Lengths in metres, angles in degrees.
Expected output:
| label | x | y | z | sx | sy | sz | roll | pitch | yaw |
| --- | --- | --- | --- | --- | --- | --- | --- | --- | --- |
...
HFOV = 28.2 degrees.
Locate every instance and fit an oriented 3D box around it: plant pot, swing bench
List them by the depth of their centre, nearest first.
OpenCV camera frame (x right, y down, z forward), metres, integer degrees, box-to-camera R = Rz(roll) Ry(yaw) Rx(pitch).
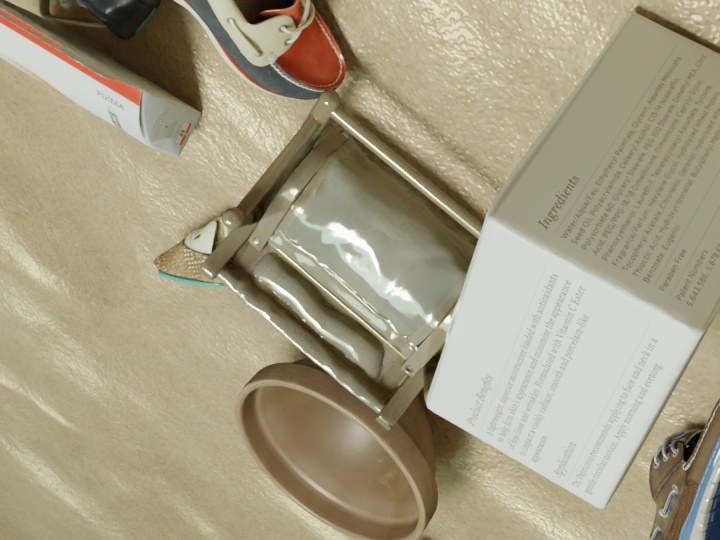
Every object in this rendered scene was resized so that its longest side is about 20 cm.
| label | x | y | z | sx | sy | sz | roll | pitch | yaw |
| --- | --- | --- | --- | --- | --- | --- | --- | --- | --- |
| swing bench | 0.000 | 0.000 | 1.060 | 0.199 | 0.130 | 0.200 | 40 | 166 | -1 |
| plant pot | -0.006 | 0.142 | 1.265 | 0.200 | 0.093 | 0.202 | 25 | 143 | 21 |

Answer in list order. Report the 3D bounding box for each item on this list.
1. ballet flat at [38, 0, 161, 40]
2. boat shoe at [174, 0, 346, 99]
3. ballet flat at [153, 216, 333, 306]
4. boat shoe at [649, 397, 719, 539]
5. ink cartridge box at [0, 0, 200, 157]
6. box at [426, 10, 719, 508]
| label | x | y | z | sx | sy | sz | roll | pitch | yaw |
| --- | --- | --- | --- | --- | --- | --- | --- | --- | --- |
| ballet flat | -0.241 | -0.229 | 1.080 | 0.199 | 0.073 | 0.073 | 27 | 144 | 14 |
| boat shoe | -0.068 | -0.178 | 0.942 | 0.062 | 0.072 | 0.200 | 1 | 151 | 41 |
| ballet flat | -0.096 | -0.014 | 1.216 | 0.199 | 0.070 | 0.066 | 11 | 110 | 32 |
| boat shoe | 0.248 | 0.156 | 1.048 | 0.072 | 0.072 | 0.201 | 44 | 138 | 40 |
| ink cartridge box | -0.225 | -0.151 | 1.083 | 0.162 | 0.050 | 0.200 | 31 | -172 | 12 |
| box | 0.152 | -0.005 | 0.850 | 0.130 | 0.200 | 0.199 | 29 | 145 | 12 |
